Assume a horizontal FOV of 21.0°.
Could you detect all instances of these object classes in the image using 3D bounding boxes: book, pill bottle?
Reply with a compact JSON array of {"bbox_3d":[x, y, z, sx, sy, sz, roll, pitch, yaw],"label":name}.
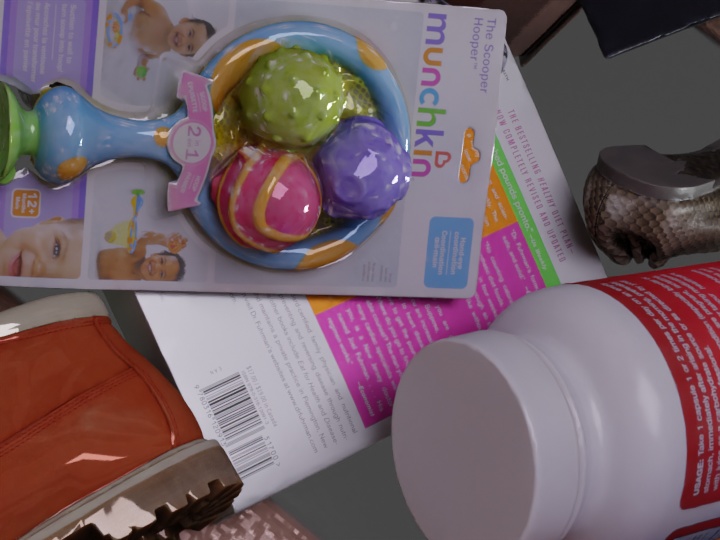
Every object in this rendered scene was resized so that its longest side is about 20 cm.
[{"bbox_3d":[0.000,0.000,0.792,0.199,0.048,0.134,-23,85,-29],"label":"book"},{"bbox_3d":[0.114,0.057,0.769,0.199,0.112,0.113,-7,75,-37],"label":"pill bottle"}]

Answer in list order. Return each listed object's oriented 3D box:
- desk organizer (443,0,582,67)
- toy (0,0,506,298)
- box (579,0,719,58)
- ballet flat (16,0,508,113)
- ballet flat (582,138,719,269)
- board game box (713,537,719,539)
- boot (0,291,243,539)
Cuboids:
[{"bbox_3d":[0.039,-0.198,0.867,0.076,0.072,0.202,-2,72,-23],"label":"desk organizer"},{"bbox_3d":[-0.037,-0.044,0.719,0.198,0.047,0.116,2,103,-17],"label":"toy"},{"bbox_3d":[0.141,-0.228,0.827,0.198,0.123,0.200,62,32,-13],"label":"box"},{"bbox_3d":[-0.036,-0.096,0.762,0.199,0.072,0.073,-4,73,-9],"label":"ballet flat"},{"bbox_3d":[0.166,-0.027,0.864,0.199,0.047,0.067,-6,29,-46],"label":"ballet flat"},{"bbox_3d":[0.183,0.185,0.687,0.198,0.200,0.201,-16,78,-6],"label":"board game box"},{"bbox_3d":[-0.150,0.078,0.684,0.199,0.075,0.108,-24,75,-34],"label":"boot"}]
